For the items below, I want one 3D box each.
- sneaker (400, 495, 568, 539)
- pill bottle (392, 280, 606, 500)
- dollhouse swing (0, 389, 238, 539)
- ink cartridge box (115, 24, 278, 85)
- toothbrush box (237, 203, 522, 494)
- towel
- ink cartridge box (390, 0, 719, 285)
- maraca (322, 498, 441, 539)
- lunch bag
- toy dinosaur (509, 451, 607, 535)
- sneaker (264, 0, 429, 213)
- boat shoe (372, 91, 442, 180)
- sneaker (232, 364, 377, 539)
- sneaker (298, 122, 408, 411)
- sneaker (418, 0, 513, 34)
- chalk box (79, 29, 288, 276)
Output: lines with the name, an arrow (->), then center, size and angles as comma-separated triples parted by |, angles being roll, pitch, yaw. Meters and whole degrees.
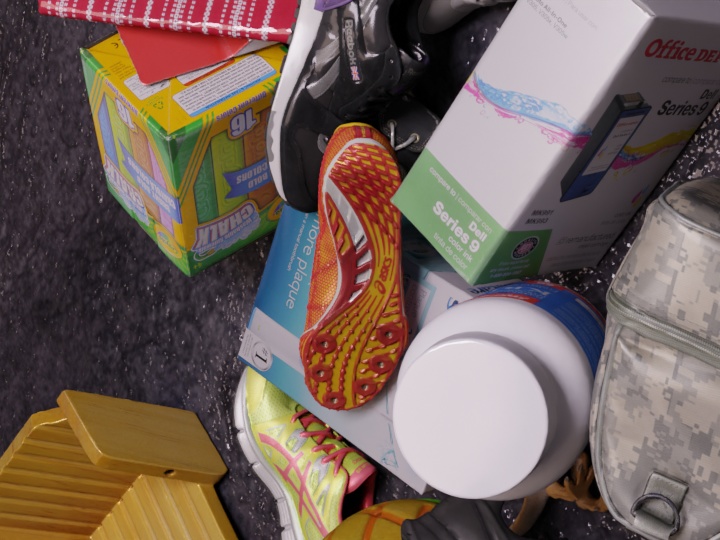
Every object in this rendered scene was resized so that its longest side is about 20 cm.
sneaker -> 0.114, 0.221, 0.881 | 0.200, 0.091, 0.076 | 53, 167, 4
pill bottle -> 0.084, 0.067, 0.788 | 0.111, 0.200, 0.113 | 1, 94, 16
dollhouse swing -> -0.215, 0.242, 1.181 | 0.200, 0.181, 0.177 | -48, 43, 33
ink cartridge box -> -0.092, -0.236, 0.999 | 0.162, 0.199, 0.050 | 63, 161, 22
toothbrush box -> 0.021, 0.044, 0.998 | 0.199, 0.085, 0.147 | 33, 114, 33
towel -> -0.118, -0.232, 0.977 | 0.198, 0.023, 0.146 | 8, 71, 13
ink cartridge box -> 0.133, -0.095, 0.844 | 0.088, 0.145, 0.201 | 47, 122, 27
maraca -> 0.003, 0.236, 0.964 | 0.199, 0.107, 0.137 | -33, 40, -1
lunch bag -> 0.199, 0.051, 0.758 | 0.139, 0.200, 0.169 | 27, 106, 13
toy dinosaur -> 0.127, 0.134, 0.944 | 0.106, 0.060, 0.201 | 35, 129, 50
sneaker -> -0.003, -0.127, 0.925 | 0.087, 0.076, 0.201 | 21, 111, 24
boat shoe -> 0.026, -0.090, 0.994 | 0.200, 0.067, 0.072 | 48, 121, 26
sneaker -> -0.028, 0.151, 1.067 | 0.090, 0.078, 0.201 | -27, 82, 32
sneaker -> 0.000, 0.000, 0.924 | 0.072, 0.077, 0.201 | 7, 112, -4
sneaker -> 0.102, -0.209, 0.909 | 0.200, 0.076, 0.081 | -35, 76, 41
chalk box -> -0.120, -0.090, 1.062 | 0.124, 0.124, 0.201 | 43, 154, 30
